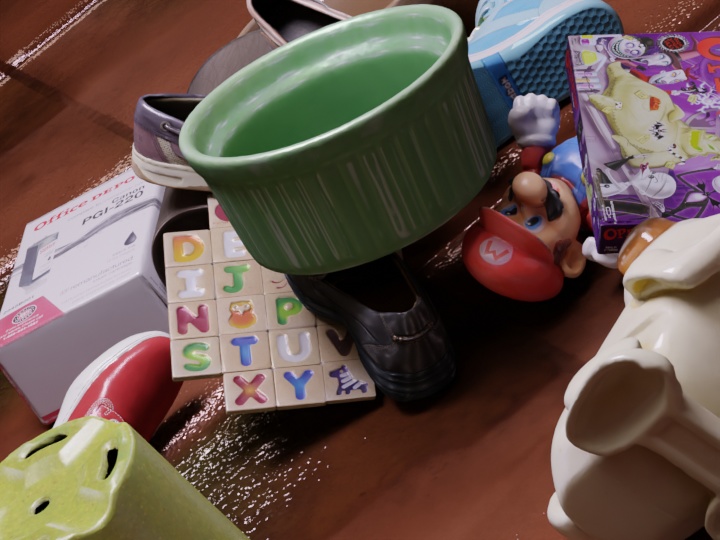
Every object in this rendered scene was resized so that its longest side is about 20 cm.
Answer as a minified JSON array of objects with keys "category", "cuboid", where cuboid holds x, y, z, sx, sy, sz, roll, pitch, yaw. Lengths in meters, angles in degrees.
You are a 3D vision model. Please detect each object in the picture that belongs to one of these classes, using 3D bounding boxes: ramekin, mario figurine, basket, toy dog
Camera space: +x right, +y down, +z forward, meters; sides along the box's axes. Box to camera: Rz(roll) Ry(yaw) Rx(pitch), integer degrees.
[{"category":"ramekin","cuboid":[-0.008,-0.083,1.405,0.200,0.098,0.200,-21,24,10]},{"category":"mario figurine","cuboid":[0.141,-0.063,1.405,0.200,0.106,0.123,-44,15,-27]},{"category":"basket","cuboid":[-0.083,-0.068,1.653,0.180,0.136,0.200,-31,28,35]},{"category":"toy dog","cuboid":[0.186,0.052,1.164,0.194,0.139,0.200,-61,2,47]}]

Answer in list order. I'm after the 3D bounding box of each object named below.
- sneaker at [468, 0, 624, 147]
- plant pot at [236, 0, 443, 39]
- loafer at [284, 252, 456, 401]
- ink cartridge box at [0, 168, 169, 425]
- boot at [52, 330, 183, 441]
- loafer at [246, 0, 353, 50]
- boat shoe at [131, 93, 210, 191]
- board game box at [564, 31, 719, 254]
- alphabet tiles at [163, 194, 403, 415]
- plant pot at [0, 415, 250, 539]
[{"category":"sneaker","cuboid":[0.095,-0.157,1.656,0.200,0.080,0.131,-26,28,-4]},{"category":"plant pot","cuboid":[-0.004,-0.187,1.795,0.201,0.093,0.201,-26,25,13]},{"category":"loafer","cuboid":[0.000,0.000,1.434,0.073,0.072,0.200,-28,45,-18]},{"category":"ink cartridge box","cuboid":[-0.200,0.010,1.704,0.146,0.085,0.200,-26,25,15]},{"category":"boot","cuboid":[-0.164,0.133,1.476,0.200,0.072,0.144,-53,31,-17]},{"category":"loafer","cuboid":[-0.006,-0.152,1.578,0.200,0.063,0.072,32,92,32]},{"category":"boat shoe","cuboid":[-0.066,-0.095,1.537,0.200,0.065,0.072,3,39,6]},{"category":"board game box","cuboid":[0.199,-0.085,1.373,0.120,0.032,0.200,1,41,-4]},{"category":"alphabet tiles","cuboid":[-0.050,0.015,1.481,0.166,0.006,0.200,-6,48,-3]},{"category":"plant pot","cuboid":[-0.132,0.189,1.212,0.200,0.184,0.200,-27,26,15]}]
